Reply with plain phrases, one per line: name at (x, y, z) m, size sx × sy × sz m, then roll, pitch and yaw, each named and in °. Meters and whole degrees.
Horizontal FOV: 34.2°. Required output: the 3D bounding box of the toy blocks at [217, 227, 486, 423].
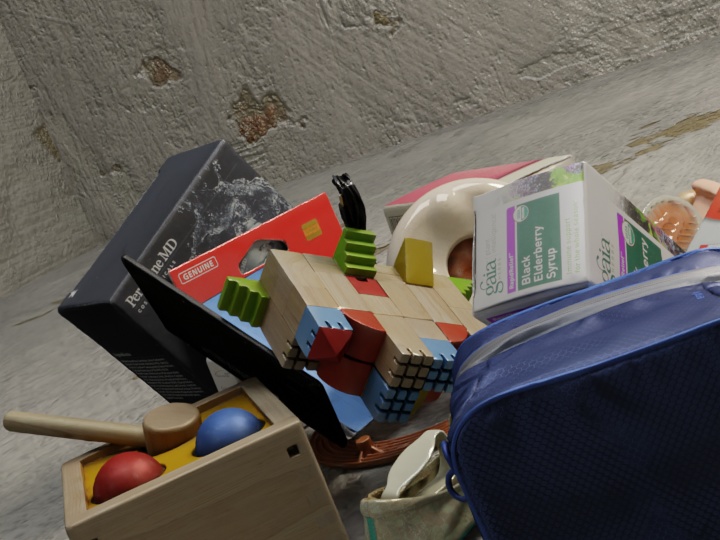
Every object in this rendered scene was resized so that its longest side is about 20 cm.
toy blocks at (0.018, 0.049, 0.806) m, size 0.199 × 0.100 × 0.137 m, roll 9°, pitch 26°, yaw -29°

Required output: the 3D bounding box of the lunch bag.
lunch bag at (0.135, 0.083, 0.601) m, size 0.199 × 0.136 × 0.132 m, roll -19°, pitch 13°, yaw 12°

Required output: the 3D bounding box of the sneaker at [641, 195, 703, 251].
sneaker at (0.211, 0.024, 0.958) m, size 0.200 × 0.071 × 0.080 m, roll -43°, pitch -14°, yaw -32°

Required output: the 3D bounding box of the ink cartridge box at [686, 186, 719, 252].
ink cartridge box at (0.345, -0.041, 0.873) m, size 0.200 × 0.050 × 0.163 m, roll -10°, pitch 43°, yaw 58°

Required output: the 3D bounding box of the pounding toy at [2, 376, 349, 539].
pounding toy at (-0.135, 0.146, 0.808) m, size 0.183 × 0.143 × 0.200 m, roll -24°, pitch 11°, yaw -12°

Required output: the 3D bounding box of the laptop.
laptop at (-0.058, 0.038, 0.926) m, size 0.116 × 0.187 × 0.200 m, roll -53°, pitch -22°, yaw -17°

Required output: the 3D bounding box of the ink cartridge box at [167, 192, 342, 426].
ink cartridge box at (-0.057, 0.040, 1.079) m, size 0.200 × 0.177 × 0.045 m, roll -30°, pitch 13°, yaw -37°

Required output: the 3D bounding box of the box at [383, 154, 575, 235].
box at (0.134, -0.033, 1.194) m, size 0.109 × 0.128 × 0.200 m, roll -27°, pitch 13°, yaw -29°

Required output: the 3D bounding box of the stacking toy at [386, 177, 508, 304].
stacking toy at (0.103, 0.017, 1.013) m, size 0.146 × 0.147 × 0.200 m, roll -21°, pitch -17°, yaw 1°

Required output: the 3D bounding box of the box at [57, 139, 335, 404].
box at (-0.141, 0.019, 1.120) m, size 0.117 × 0.200 × 0.197 m, roll -8°, pitch 45°, yaw 53°

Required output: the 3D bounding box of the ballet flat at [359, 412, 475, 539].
ballet flat at (0.070, 0.121, 0.748) m, size 0.067 × 0.063 × 0.200 m, roll -12°, pitch 14°, yaw 40°

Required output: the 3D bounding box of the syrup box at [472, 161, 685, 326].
syrup box at (0.154, 0.018, 0.730) m, size 0.081 × 0.079 × 0.200 m, roll -17°, pitch -33°, yaw 34°

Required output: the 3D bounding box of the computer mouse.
computer mouse at (0.000, 0.000, 0.896) m, size 0.034 × 0.200 × 0.059 m, roll -22°, pitch 47°, yaw -4°

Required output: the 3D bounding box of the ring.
ring at (0.048, 0.107, 0.973) m, size 0.200 × 0.019 × 0.200 m, roll -21°, pitch 12°, yaw 5°

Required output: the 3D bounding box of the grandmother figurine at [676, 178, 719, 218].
grandmother figurine at (0.348, -0.049, 1.044) m, size 0.121 × 0.061 × 0.200 m, roll -23°, pitch 10°, yaw -7°
